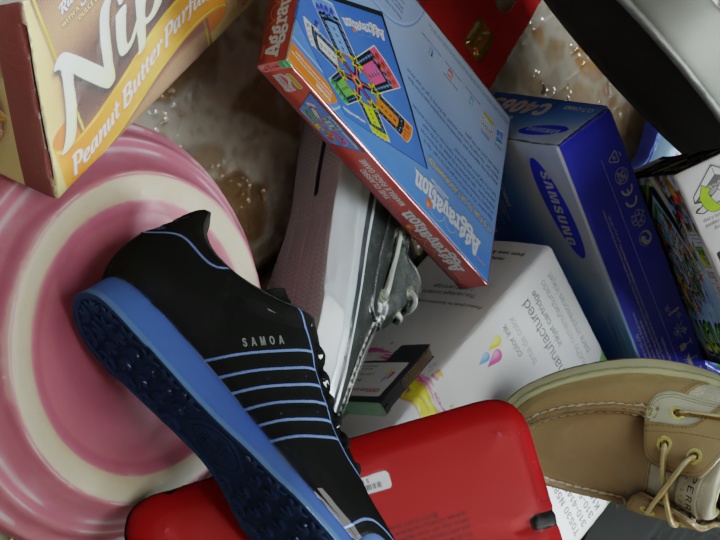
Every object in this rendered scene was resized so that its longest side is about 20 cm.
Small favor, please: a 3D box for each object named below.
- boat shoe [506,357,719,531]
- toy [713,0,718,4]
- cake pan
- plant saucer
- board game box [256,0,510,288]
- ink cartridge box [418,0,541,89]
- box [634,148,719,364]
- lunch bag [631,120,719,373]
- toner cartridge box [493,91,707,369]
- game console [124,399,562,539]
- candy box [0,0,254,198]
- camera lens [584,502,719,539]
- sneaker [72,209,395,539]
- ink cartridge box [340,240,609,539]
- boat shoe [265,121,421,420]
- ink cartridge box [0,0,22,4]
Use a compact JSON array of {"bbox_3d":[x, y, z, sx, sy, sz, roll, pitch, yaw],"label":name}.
[{"bbox_3d":[0.168,0.092,1.231,0.066,0.199,0.074,-90,-178,-57],"label":"boat shoe"},{"bbox_3d":[0.178,-0.248,1.419,0.115,0.047,0.201,-9,105,-60],"label":"toy"},{"bbox_3d":[0.148,-0.121,1.280,0.037,0.200,0.200,-42,125,-2],"label":"cake pan"},{"bbox_3d":[-0.115,0.030,1.154,0.200,0.051,0.201,-3,95,-43],"label":"plant saucer"},{"bbox_3d":[0.016,-0.085,1.207,0.200,0.019,0.103,47,43,-46],"label":"board game box"},{"bbox_3d":[0.061,-0.213,1.313,0.200,0.050,0.161,48,61,-33],"label":"ink cartridge box"},{"bbox_3d":[0.182,-0.006,1.302,0.035,0.200,0.110,-24,92,-2],"label":"box"},{"bbox_3d":[0.217,-0.021,1.466,0.200,0.094,0.151,25,76,-29],"label":"lunch bag"},{"bbox_3d":[0.122,0.004,1.350,0.043,0.095,0.200,-37,117,-27],"label":"toner cartridge box"},{"bbox_3d":[-0.006,0.171,1.195,0.199,0.119,0.173,-15,84,-16],"label":"game console"},{"bbox_3d":[-0.102,-0.140,1.117,0.200,0.055,0.116,-48,150,-34],"label":"candy box"},{"bbox_3d":[0.238,0.198,1.433,0.200,0.160,0.160,41,65,-38],"label":"camera lens"},{"bbox_3d":[-0.036,0.062,1.112,0.200,0.070,0.078,50,60,-5],"label":"sneaker"},{"bbox_3d":[0.042,0.102,1.287,0.200,0.084,0.145,-47,123,-31],"label":"ink cartridge box"},{"bbox_3d":[0.000,0.000,1.236,0.071,0.072,0.201,21,74,-27],"label":"boat shoe"},{"bbox_3d":[-0.239,-0.178,0.952,0.200,0.144,0.148,0,92,-45],"label":"ink cartridge box"}]
